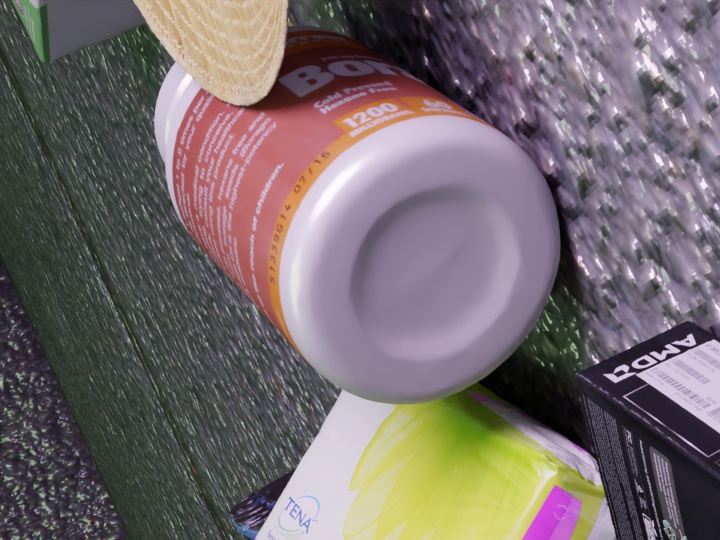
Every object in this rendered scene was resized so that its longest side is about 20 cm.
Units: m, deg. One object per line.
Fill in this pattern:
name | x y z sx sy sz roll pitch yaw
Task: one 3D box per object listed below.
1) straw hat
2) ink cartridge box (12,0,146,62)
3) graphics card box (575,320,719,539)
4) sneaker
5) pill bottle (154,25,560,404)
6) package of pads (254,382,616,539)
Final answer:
straw hat | -0.039 -0.165 0.698 0.201 0.085 0.201 50 155 33
ink cartridge box | -0.196 -0.250 1.111 0.200 0.084 0.146 61 164 15
graphics card box | 0.143 0.107 0.555 0.200 0.051 0.126 35 147 61
sneaker | -0.029 0.189 1.237 0.079 0.075 0.200 68 167 -20
pill bottle | -0.013 -0.035 0.755 0.200 0.112 0.112 42 152 57
package of pads | 0.026 0.121 0.793 0.068 0.155 0.200 31 180 -25
